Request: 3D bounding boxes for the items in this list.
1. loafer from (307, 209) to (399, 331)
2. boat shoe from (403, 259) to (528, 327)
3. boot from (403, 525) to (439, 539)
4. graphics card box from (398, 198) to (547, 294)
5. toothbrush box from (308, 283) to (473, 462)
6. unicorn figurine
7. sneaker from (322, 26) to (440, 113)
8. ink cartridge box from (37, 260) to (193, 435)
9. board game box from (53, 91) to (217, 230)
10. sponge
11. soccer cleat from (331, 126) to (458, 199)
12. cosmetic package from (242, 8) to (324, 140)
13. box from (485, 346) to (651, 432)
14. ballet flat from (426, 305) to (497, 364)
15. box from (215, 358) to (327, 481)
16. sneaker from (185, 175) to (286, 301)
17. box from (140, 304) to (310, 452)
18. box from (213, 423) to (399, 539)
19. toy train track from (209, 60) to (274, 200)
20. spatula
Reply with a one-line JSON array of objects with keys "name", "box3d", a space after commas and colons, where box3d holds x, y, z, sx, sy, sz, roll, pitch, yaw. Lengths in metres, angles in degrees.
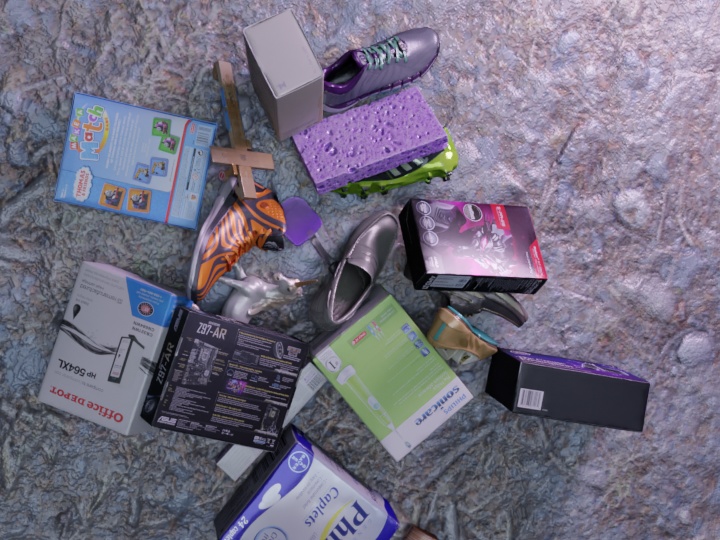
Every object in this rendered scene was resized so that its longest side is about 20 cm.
[{"name": "loafer", "box3d": [0.000, 0.000, 1.696, 0.070, 0.070, 0.201, 37, 72, -22]}, {"name": "boat shoe", "box3d": [0.150, 0.030, 1.749, 0.199, 0.075, 0.074, 33, 99, -3]}, {"name": "boot", "box3d": [0.123, 0.488, 1.775, 0.199, 0.077, 0.156, 27, 88, -9]}, {"name": "graphics card box", "box3d": [0.159, -0.033, 1.699, 0.198, 0.051, 0.126, 3, 59, -22]}, {"name": "toothbrush box", "box3d": [0.040, 0.145, 1.718, 0.145, 0.086, 0.200, -40, 103, -1]}, {"name": "unicorn figurine", "box3d": [-0.171, 0.043, 1.693, 0.137, 0.074, 0.201, 33, 105, -12]}, {"name": "sneaker", "box3d": [0.026, -0.287, 1.674, 0.199, 0.088, 0.075, -30, 79, -6]}, {"name": "ink cartridge box", "box3d": [-0.331, 0.106, 1.634, 0.145, 0.084, 0.202, 19, 92, 12]}, {"name": "board game box", "box3d": [-0.310, -0.150, 1.660, 0.198, 0.037, 0.153, 12, 93, -12]}, {"name": "sponge", "box3d": [0.012, -0.184, 1.684, 0.198, 0.112, 0.030, -21, 143, -7]}, {"name": "soccer cleat", "box3d": [0.041, -0.154, 1.715, 0.198, 0.068, 0.082, -12, 80, -10]}, {"name": "cosmetic package", "box3d": [-0.100, -0.255, 1.596, 0.073, 0.200, 0.104, -25, 84, -7]}, {"name": "box", "box3d": [0.298, 0.171, 1.747, 0.198, 0.141, 0.080, 10, 91, -11]}, {"name": "ballet flat", "box3d": [0.139, 0.099, 1.701, 0.068, 0.200, 0.063, 36, 91, 28]}, {"name": "box", "box3d": [-0.128, 0.212, 1.725, 0.041, 0.039, 0.200, 42, 87, -10]}, {"name": "sneaker", "box3d": [-0.162, -0.036, 1.638, 0.111, 0.078, 0.201, 20, 64, 0]}, {"name": "box", "box3d": [-0.181, 0.149, 1.631, 0.199, 0.043, 0.162, 17, 92, -34]}, {"name": "box", "box3d": [-0.077, 0.359, 1.715, 0.200, 0.105, 0.184, 40, 88, -12]}, {"name": "toy train track", "box3d": [-0.179, -0.190, 1.658, 0.114, 0.032, 0.202, 3, 71, -48]}, {"name": "spatula", "box3d": [-0.049, -0.020, 1.725, 0.056, 0.021, 0.200, -43, 105, -11]}]
